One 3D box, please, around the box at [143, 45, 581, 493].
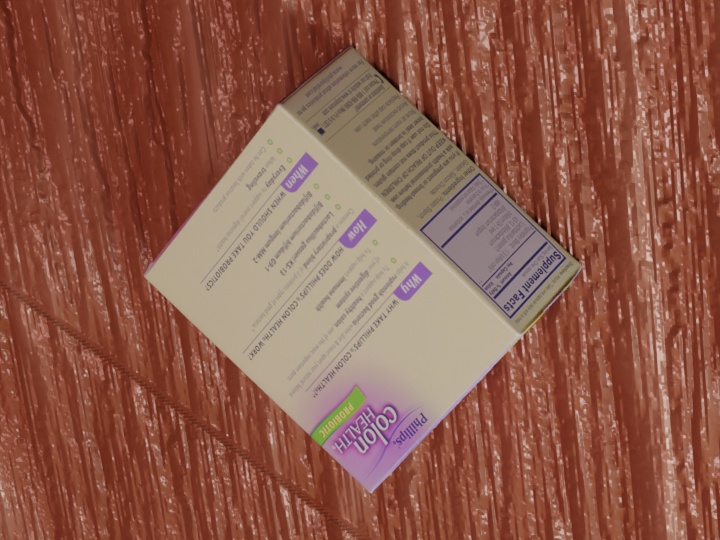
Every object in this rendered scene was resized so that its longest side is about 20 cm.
[{"bbox_3d":[0.000,0.000,1.686,0.200,0.097,0.176,44,129,3],"label":"box"}]
